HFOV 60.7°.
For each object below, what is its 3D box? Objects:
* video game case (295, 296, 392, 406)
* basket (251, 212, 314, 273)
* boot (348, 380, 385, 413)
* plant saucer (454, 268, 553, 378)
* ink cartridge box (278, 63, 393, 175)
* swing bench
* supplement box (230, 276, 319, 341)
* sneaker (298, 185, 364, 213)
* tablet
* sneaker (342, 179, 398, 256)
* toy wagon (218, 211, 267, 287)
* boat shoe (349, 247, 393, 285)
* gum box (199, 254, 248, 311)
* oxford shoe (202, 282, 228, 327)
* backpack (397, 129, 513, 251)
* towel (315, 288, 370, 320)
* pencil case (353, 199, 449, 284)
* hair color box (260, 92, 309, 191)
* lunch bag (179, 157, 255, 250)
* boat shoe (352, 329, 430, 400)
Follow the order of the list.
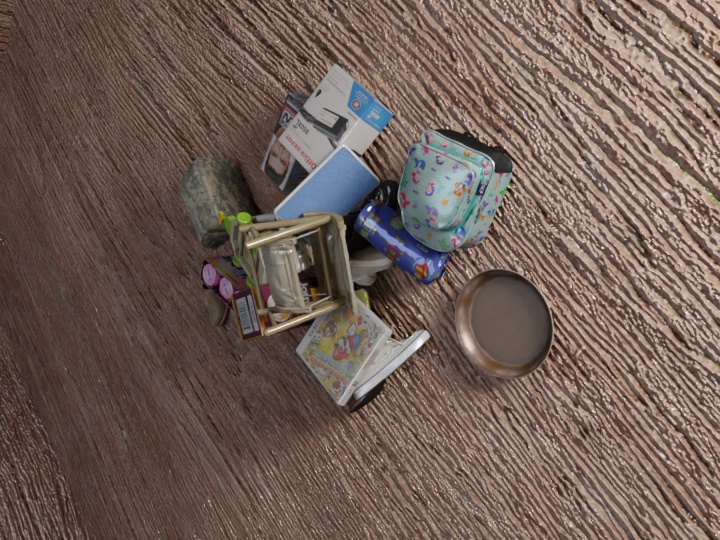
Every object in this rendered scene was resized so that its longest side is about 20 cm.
[{"bbox_3d":[-0.040,0.148,1.274,0.183,0.023,0.200,-57,42,7],"label":"video game case"},{"bbox_3d":[-0.161,-0.073,1.387,0.200,0.123,0.136,2,110,57],"label":"basket"},{"bbox_3d":[-0.023,0.189,1.375,0.200,0.064,0.187,46,112,24],"label":"boot"},{"bbox_3d":[0.262,0.094,1.115,0.199,0.032,0.202,10,104,42],"label":"plant saucer"},{"bbox_3d":[-0.054,-0.295,1.271,0.200,0.084,0.145,-50,62,14],"label":"ink cartridge box"},{"bbox_3d":[-0.120,-0.001,1.223,0.130,0.199,0.200,-130,30,-65],"label":"swing bench"},{"bbox_3d":[-0.186,0.086,1.417,0.085,0.199,0.111,-18,85,42],"label":"supplement box"},{"bbox_3d":[-0.071,-0.157,1.362,0.199,0.074,0.088,6,105,43],"label":"sneaker"},{"bbox_3d":[-0.067,-0.152,1.255,0.200,0.130,0.014,-42,39,10],"label":"tablet"},{"bbox_3d":[0.000,-0.099,1.279,0.060,0.104,0.200,47,125,27],"label":"sneaker"},{"bbox_3d":[-0.261,-0.062,1.393,0.200,0.039,0.156,53,146,26],"label":"toy wagon"},{"bbox_3d":[0.000,0.000,1.326,0.199,0.072,0.069,-12,110,37],"label":"boat shoe"},{"bbox_3d":[-0.309,0.038,1.585,0.200,0.113,0.066,36,120,33],"label":"gum box"},{"bbox_3d":[-0.412,0.065,1.713,0.070,0.075,0.201,17,109,39],"label":"oxford shoe"},{"bbox_3d":[0.158,-0.135,1.104,0.177,0.150,0.201,34,123,33],"label":"backpack"},{"bbox_3d":[-0.029,0.146,1.336,0.143,0.023,0.201,-16,77,31],"label":"towel"},{"bbox_3d":[0.084,-0.056,1.196,0.200,0.087,0.078,38,147,12],"label":"pencil case"},{"bbox_3d":[-0.152,-0.294,1.420,0.099,0.060,0.201,45,125,28],"label":"hair color box"},{"bbox_3d":[-0.386,-0.176,1.605,0.168,0.139,0.201,-37,71,39],"label":"lunch bag"},{"bbox_3d":[0.044,0.170,1.255,0.202,0.075,0.086,-40,80,8],"label":"boat shoe"}]
